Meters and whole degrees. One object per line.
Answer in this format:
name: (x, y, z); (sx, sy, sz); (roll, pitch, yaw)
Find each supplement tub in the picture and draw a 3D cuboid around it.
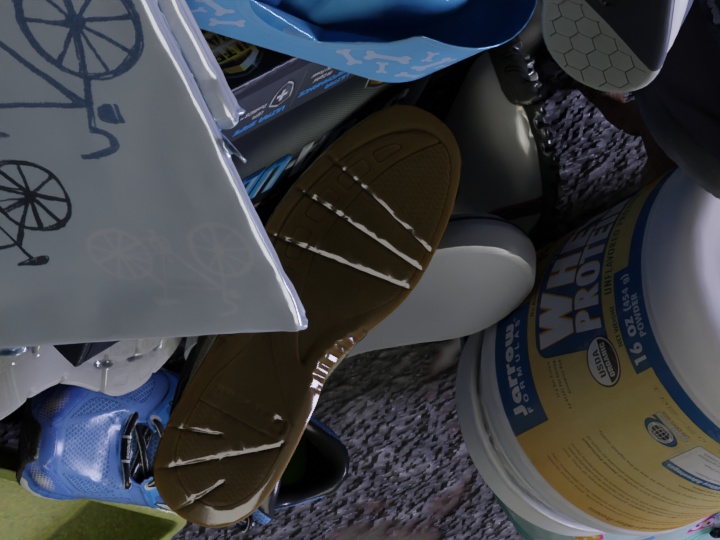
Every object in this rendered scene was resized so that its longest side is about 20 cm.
supplement tub: (0.143, 0.037, 1.212); (0.144, 0.146, 0.200); (-4, 163, -31)

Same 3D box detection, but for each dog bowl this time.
dog bowl: (-0.024, -0.135, 1.042); (0.199, 0.112, 0.050); (14, 147, -31)

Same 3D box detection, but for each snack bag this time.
snack bag: (-0.124, -0.048, 1.031); (0.188, 0.021, 0.201); (-5, 126, 31)

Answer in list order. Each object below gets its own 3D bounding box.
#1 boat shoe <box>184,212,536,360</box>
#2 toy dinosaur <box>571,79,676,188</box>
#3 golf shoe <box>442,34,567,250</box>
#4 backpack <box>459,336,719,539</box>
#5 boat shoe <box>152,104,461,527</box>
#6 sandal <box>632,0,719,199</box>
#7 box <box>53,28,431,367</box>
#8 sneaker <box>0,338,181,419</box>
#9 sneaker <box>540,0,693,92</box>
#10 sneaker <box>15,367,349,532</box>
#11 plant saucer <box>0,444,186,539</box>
boat shoe: (0.000, 0.000, 1.252); (0.072, 0.066, 0.199); (30, 144, -33)
toy dinosaur: (0.177, -0.070, 1.258); (0.085, 0.136, 0.200); (1, 140, -35)
golf shoe: (0.044, -0.030, 1.287); (0.087, 0.078, 0.201); (-8, 144, -14)
backpack: (0.153, 0.067, 1.406); (0.199, 0.176, 0.154); (-15, 144, -11)
boat shoe: (-0.031, 0.014, 1.163); (0.073, 0.065, 0.201); (36, 86, -17)
sandal: (0.160, -0.111, 1.146); (0.076, 0.201, 0.043); (25, 138, -16)
box: (-0.044, -0.062, 1.131); (0.200, 0.046, 0.159); (-32, 159, -44)
sneaker: (-0.151, 0.013, 1.232); (0.200, 0.082, 0.078); (-12, 124, -56)
sneaker: (0.132, -0.186, 1.061); (0.147, 0.077, 0.203); (-58, 170, -35)
sneaker: (-0.083, 0.083, 1.330); (0.199, 0.089, 0.079); (4, 97, -46)
plant saucer: (-0.224, 0.147, 1.384); (0.199, 0.048, 0.200); (-40, 146, 22)
